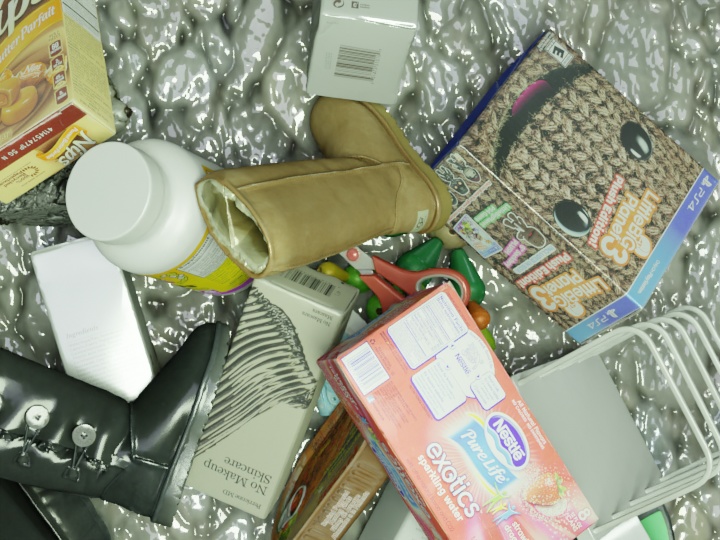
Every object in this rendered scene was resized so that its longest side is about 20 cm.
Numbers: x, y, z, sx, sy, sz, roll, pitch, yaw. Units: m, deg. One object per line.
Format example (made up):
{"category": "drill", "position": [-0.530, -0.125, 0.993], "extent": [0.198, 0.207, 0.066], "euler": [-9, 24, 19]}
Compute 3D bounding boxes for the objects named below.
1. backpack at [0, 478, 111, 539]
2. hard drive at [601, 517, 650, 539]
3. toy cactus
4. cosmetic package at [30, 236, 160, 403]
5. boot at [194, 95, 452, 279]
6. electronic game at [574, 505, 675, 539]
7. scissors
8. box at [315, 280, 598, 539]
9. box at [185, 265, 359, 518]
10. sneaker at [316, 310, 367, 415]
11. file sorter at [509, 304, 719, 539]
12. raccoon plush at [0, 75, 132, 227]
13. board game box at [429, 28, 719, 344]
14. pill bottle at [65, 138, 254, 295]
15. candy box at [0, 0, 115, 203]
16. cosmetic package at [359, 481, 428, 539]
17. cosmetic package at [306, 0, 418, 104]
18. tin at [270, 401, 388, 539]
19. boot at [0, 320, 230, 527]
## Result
{"category": "backpack", "position": [-0.297, 0.236, 0.995], "extent": [0.190, 0.200, 0.154], "euler": [36, 127, -1]}
{"category": "hard drive", "position": [0.182, 0.314, 1.091], "extent": [0.199, 0.025, 0.133], "euler": [-31, 99, -1]}
{"category": "toy cactus", "position": [0.059, -0.010, 1.098], "extent": [0.200, 0.102, 0.165], "euler": [40, 67, -2]}
{"category": "cosmetic package", "position": [-0.208, 0.072, 1.051], "extent": [0.073, 0.102, 0.202], "euler": [-16, 92, -7]}
{"category": "boot", "position": [-0.044, -0.077, 0.986], "extent": [0.199, 0.067, 0.175], "euler": [-14, 46, -41]}
{"category": "electronic game", "position": [0.183, 0.254, 1.119], "extent": [0.198, 0.042, 0.202], "euler": [0, 89, -7]}
{"category": "scissors", "position": [0.000, 0.000, 1.038], "extent": [0.199, 0.014, 0.074], "euler": [28, 105, 10]}
{"category": "box", "position": [0.066, 0.119, 0.906], "extent": [0.102, 0.095, 0.201], "euler": [-34, 92, -12]}
{"category": "box", "position": [-0.074, 0.096, 1.040], "extent": [0.082, 0.068, 0.201], "euler": [21, 110, 4]}
{"category": "sneaker", "position": [-0.019, 0.081, 1.084], "extent": [0.200, 0.074, 0.082], "euler": [45, 82, -3]}
{"category": "file sorter", "position": [0.229, 0.113, 1.019], "extent": [0.124, 0.200, 0.140], "euler": [-31, 79, 27]}
{"category": "raccoon plush", "position": [-0.288, -0.109, 1.053], "extent": [0.198, 0.097, 0.135], "euler": [-3, 82, -6]}
{"category": "board game box", "position": [0.173, -0.070, 1.068], "extent": [0.200, 0.097, 0.160], "euler": [40, 60, -4]}
{"category": "pill bottle", "position": [-0.148, -0.043, 0.999], "extent": [0.103, 0.200, 0.105], "euler": [-3, 80, 20]}
{"category": "candy box", "position": [-0.264, -0.166, 1.002], "extent": [0.115, 0.055, 0.201], "euler": [-28, 55, 18]}
{"category": "cosmetic package", "position": [0.062, 0.200, 1.041], "extent": [0.074, 0.102, 0.201], "euler": [22, 107, -9]}
{"category": "cosmetic package", "position": [0.004, -0.252, 1.039], "extent": [0.080, 0.113, 0.202], "euler": [8, 64, -5]}
{"category": "tin", "position": [-0.013, 0.157, 1.023], "extent": [0.042, 0.112, 0.201], "euler": [29, 121, -9]}
{"category": "boot", "position": [-0.214, 0.090, 0.966], "extent": [0.198, 0.066, 0.166], "euler": [19, 79, -7]}
